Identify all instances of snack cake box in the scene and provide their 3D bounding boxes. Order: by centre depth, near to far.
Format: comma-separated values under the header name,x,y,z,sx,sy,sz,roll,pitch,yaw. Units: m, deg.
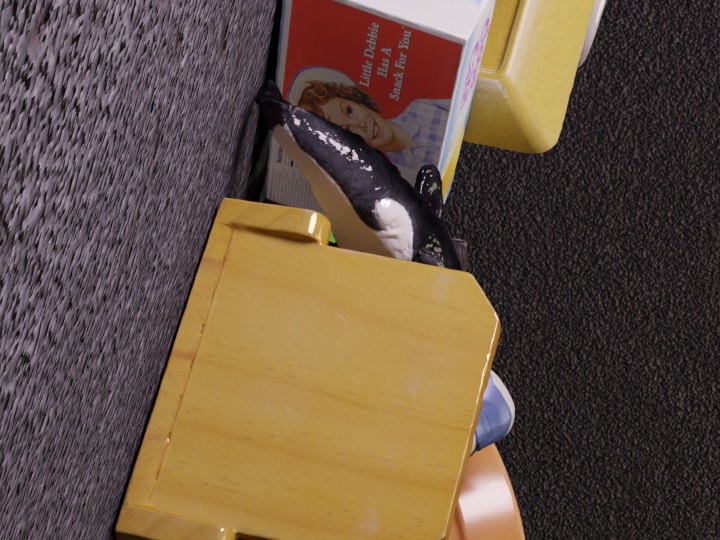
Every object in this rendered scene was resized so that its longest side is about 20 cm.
name,x,y,z,sx,sy,sz,roll,pitch,yaw
snack cake box,0.009,-0.111,1.025,0.200,0.115,0.067,101,13,-52

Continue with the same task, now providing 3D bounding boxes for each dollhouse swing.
name,x,y,z,sx,sy,sz,roll,pitch,yaw
dollhouse swing,-0.027,0.087,0.956,0.182,0.175,0.201,103,2,-71

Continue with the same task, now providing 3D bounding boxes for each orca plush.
name,x,y,z,sx,sy,sz,roll,pitch,yaw
orca plush,0.013,-0.042,0.992,0.071,0.200,0.105,-47,-169,-27

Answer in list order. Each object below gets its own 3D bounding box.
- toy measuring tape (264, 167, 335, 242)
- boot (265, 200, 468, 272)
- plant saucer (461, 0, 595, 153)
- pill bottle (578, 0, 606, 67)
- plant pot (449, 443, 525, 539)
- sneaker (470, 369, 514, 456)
name,x,y,z,sx,sy,sz,roll,pitch,yaw
toy measuring tape,-0.016,-0.095,1.186,0.201,0.073,0.074,-62,177,-10
boot,0.000,0.010,1.226,0.200,0.173,0.069,-73,179,-55
plant saucer,0.055,-0.192,1.090,0.048,0.199,0.201,39,65,-67
pill bottle,0.080,-0.224,1.196,0.111,0.199,0.111,16,90,-89
plant pot,0.015,0.196,1.143,0.200,0.139,0.201,171,-90,-71
sneaker,-0.014,0.105,1.039,0.115,0.199,0.081,-40,119,-49
